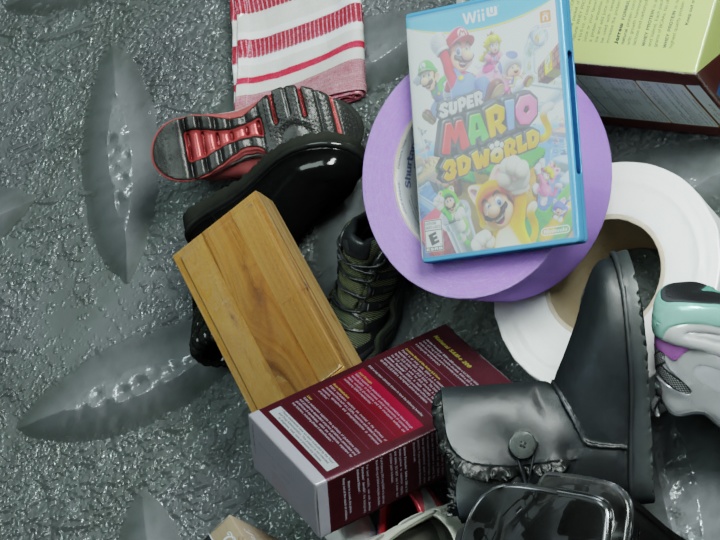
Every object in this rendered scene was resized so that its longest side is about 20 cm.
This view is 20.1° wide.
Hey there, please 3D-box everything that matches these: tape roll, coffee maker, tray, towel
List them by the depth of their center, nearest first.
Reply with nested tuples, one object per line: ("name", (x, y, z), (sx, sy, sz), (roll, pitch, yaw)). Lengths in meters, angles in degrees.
("coffee maker", (0.194, 0.226, 1.487), (0.191, 0.200, 0.136), (-19, 61, 23))
("tape roll", (0.101, -0.076, 1.641), (0.199, 0.065, 0.202), (-2, 87, 32))
("tape roll", (0.210, 0.016, 1.653), (0.201, 0.071, 0.204), (-13, 64, 27))
("tray", (-0.080, 0.039, 1.748), (0.098, 0.037, 0.201), (-37, 61, 13))
("towel", (-0.063, -0.237, 1.963), (0.143, 0.023, 0.202), (-16, 61, 24))

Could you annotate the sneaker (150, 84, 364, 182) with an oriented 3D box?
("sneaker", (-0.094, -0.126, 1.902), (0.198, 0.087, 0.075), (-8, 87, 4))

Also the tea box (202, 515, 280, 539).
("tea box", (-0.096, 0.348, 1.650), (0.197, 0.133, 0.200), (-43, 54, 9))

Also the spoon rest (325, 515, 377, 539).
("spoon rest", (-0.036, 0.188, 1.719), (0.060, 0.100, 0.201), (-24, 47, -5))

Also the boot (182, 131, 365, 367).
("boot", (-0.072, -0.015, 1.830), (0.210, 0.079, 0.159), (-32, 48, 28))

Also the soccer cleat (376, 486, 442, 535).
("soccer cleat", (0.041, 0.266, 1.638), (0.066, 0.076, 0.202), (-14, 62, 25))

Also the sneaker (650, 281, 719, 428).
("sneaker", (0.314, 0.080, 1.557), (0.198, 0.078, 0.141), (1, 109, -7))

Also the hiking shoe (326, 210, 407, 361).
("hiking shoe", (0.000, 0.000, 1.768), (0.075, 0.101, 0.201), (29, 85, 37))

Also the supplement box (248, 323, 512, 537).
("supplement box", (0.021, 0.127, 1.651), (0.199, 0.061, 0.109), (-23, 40, -24))

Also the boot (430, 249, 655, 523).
("boot", (0.136, 0.090, 1.546), (0.166, 0.076, 0.202), (-4, 97, 4))

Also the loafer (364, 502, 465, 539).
("loafer", (0.068, 0.219, 1.591), (0.070, 0.199, 0.070), (68, 155, 6))

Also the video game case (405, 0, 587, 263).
("video game case", (0.105, -0.113, 1.592), (0.142, 0.018, 0.202), (-8, 83, 33))

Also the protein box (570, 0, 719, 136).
("protein box", (0.240, -0.234, 1.706), (0.199, 0.135, 0.200), (9, 75, 33))

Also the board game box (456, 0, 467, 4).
("board game box", (0.121, -0.277, 1.736), (0.026, 0.201, 0.201), (15, 53, 11))
